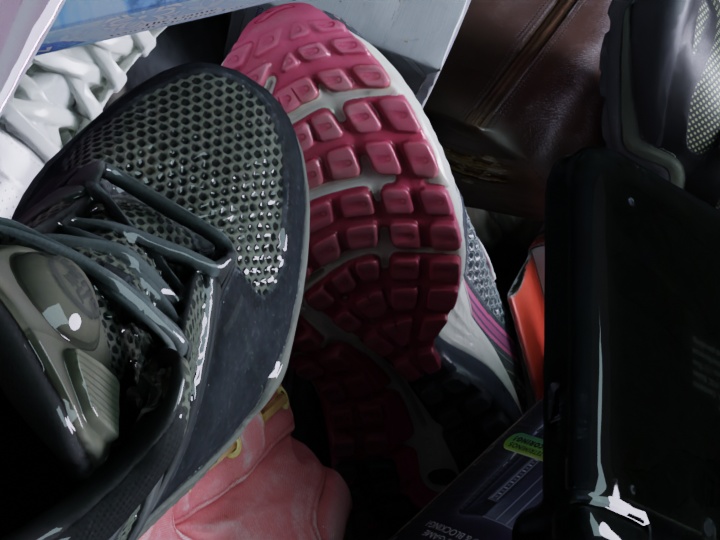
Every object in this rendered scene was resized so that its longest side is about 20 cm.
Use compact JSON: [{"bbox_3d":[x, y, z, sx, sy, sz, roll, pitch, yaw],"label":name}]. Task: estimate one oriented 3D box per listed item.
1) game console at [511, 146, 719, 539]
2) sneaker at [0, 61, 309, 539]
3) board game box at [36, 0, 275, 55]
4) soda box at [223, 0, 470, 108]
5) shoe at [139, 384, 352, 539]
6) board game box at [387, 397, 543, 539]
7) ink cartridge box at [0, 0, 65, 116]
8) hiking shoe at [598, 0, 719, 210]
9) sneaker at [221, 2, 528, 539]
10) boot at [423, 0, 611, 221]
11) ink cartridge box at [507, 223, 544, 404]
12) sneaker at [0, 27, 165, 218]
[{"bbox_3d":[0.083,0.087,0.809,0.200,0.116,0.176,26,56,-41],"label":"game console"},{"bbox_3d":[-0.056,0.011,0.611,0.076,0.114,0.200,34,52,2],"label":"sneaker"},{"bbox_3d":[-0.087,-0.153,0.682,0.043,0.199,0.200,160,-84,-78],"label":"board game box"},{"bbox_3d":[0.024,-0.150,0.889,0.063,0.068,0.200,118,-7,-73],"label":"soda box"},{"bbox_3d":[-0.061,0.074,0.723,0.091,0.071,0.200,59,29,-13],"label":"shoe"},{"bbox_3d":[0.095,0.128,0.879,0.165,0.057,0.200,-42,127,-25],"label":"board game box"},{"bbox_3d":[-0.120,-0.058,0.614,0.095,0.037,0.200,30,74,-11],"label":"ink cartridge box"},{"bbox_3d":[0.148,-0.025,0.914,0.200,0.100,0.076,63,33,-27],"label":"hiking shoe"},{"bbox_3d":[0.000,0.000,0.858,0.075,0.080,0.200,-90,165,-48],"label":"sneaker"},{"bbox_3d":[0.100,-0.063,0.990,0.200,0.186,0.064,-57,167,-56],"label":"boot"},{"bbox_3d":[0.098,0.031,0.974,0.200,0.050,0.109,-50,126,-74],"label":"ink cartridge box"},{"bbox_3d":[-0.072,-0.073,0.732,0.074,0.115,0.200,42,45,-46],"label":"sneaker"}]
